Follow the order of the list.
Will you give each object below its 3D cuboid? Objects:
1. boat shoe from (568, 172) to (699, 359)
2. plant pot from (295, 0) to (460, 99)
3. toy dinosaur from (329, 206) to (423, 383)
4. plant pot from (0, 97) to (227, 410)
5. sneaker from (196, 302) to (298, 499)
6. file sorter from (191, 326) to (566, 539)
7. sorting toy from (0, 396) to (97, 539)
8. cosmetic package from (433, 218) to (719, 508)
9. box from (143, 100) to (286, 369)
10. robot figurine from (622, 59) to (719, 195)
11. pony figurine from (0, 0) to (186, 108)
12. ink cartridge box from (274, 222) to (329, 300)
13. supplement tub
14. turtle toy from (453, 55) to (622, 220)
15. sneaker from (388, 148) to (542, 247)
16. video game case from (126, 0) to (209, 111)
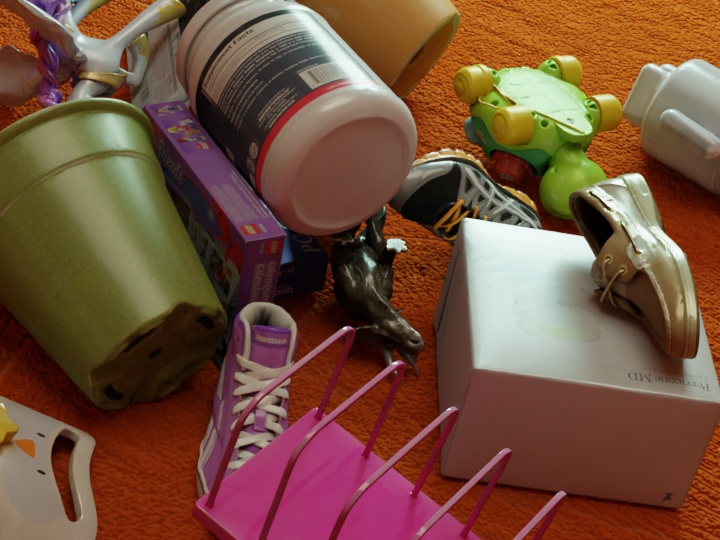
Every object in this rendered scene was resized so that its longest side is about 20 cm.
[{"bbox_3d":[0.214,-0.001,1.303,0.066,0.074,0.200,-7,38,-6],"label":"boat shoe"},{"bbox_3d":[-0.004,-0.273,1.709,0.183,0.200,0.200,40,42,9],"label":"plant pot"},{"bbox_3d":[0.000,0.000,1.420,0.077,0.102,0.200,0,32,-16],"label":"toy dinosaur"},{"bbox_3d":[-0.203,0.002,1.292,0.200,0.200,0.190,-18,59,-35],"label":"plant pot"},{"bbox_3d":[-0.081,0.104,1.233,0.073,0.114,0.201,6,38,-12],"label":"sneaker"},{"bbox_3d":[0.016,0.153,1.107,0.200,0.125,0.139,37,44,17],"label":"file sorter"},{"bbox_3d":[-0.273,0.133,1.170,0.180,0.107,0.200,19,32,-25],"label":"sorting toy"},{"bbox_3d":[0.170,0.073,1.345,0.199,0.123,0.200,8,38,-7],"label":"cosmetic package"},{"bbox_3d":[-0.132,-0.031,1.374,0.039,0.137,0.200,-11,43,-29],"label":"box"},{"bbox_3d":[0.370,-0.142,1.698,0.200,0.113,0.170,35,27,28],"label":"robot figurine"},{"bbox_3d":[-0.282,-0.215,1.561,0.193,0.167,0.200,32,55,-15],"label":"pony figurine"},{"bbox_3d":[-0.118,-0.048,1.479,0.094,0.044,0.200,-12,44,-28],"label":"ink cartridge box"},{"bbox_3d":[-0.057,-0.137,1.378,0.140,0.140,0.200,-12,44,-30],"label":"supplement tub"},{"bbox_3d":[0.180,-0.131,1.634,0.146,0.101,0.200,-9,42,-27],"label":"turtle toy"},{"bbox_3d":[0.103,-0.046,1.480,0.200,0.078,0.077,18,39,-41],"label":"sneaker"},{"bbox_3d":[-0.163,-0.238,1.619,0.023,0.182,0.200,34,25,-31],"label":"video game case"}]
